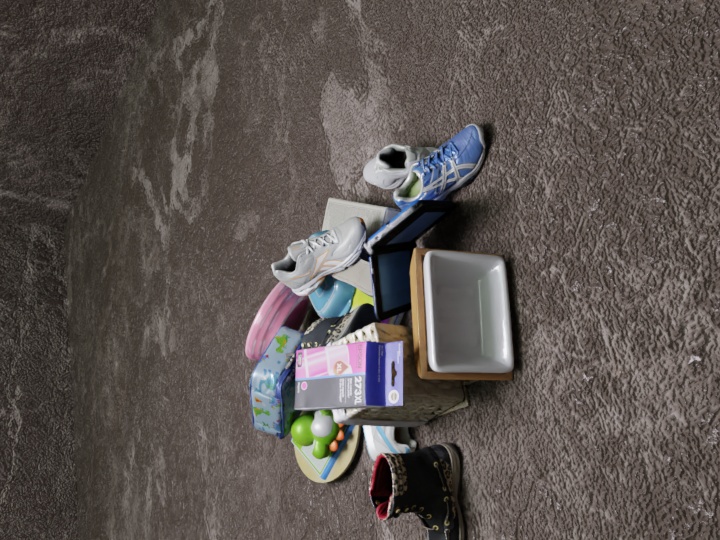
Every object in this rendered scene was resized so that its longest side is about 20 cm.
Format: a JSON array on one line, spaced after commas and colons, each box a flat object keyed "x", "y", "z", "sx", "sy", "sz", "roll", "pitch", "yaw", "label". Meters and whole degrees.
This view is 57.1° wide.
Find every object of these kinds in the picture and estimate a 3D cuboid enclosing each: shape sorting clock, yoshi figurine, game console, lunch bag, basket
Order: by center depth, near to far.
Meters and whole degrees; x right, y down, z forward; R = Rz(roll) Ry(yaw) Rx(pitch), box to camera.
[{"x": 0.057, "y": 0.171, "z": 1.079, "sx": 0.123, "sy": 0.200, "sz": 0.136, "roll": -34, "pitch": 56, "yaw": 39, "label": "basket"}, {"x": 0.095, "y": -0.022, "z": 1.101, "sx": 0.171, "sy": 0.200, "sz": 0.118, "roll": -39, "pitch": 79, "yaw": 23, "label": "game console"}, {"x": -0.087, "y": 0.263, "z": 1.297, "sx": 0.112, "sy": 0.112, "sz": 0.201, "roll": -5, "pitch": 75, "yaw": 60, "label": "yoshi figurine"}, {"x": -0.149, "y": 0.219, "z": 1.309, "sx": 0.161, "sy": 0.082, "sz": 0.200, "roll": -59, "pitch": -19, "yaw": -45, "label": "lunch bag"}, {"x": -0.069, "y": 0.329, "z": 1.353, "sx": 0.200, "sy": 0.039, "sz": 0.201, "roll": -16, "pitch": 66, "yaw": 41, "label": "shape sorting clock"}]

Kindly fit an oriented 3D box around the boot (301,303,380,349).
[{"x": -0.062, "y": 0.150, "z": 1.189, "sx": 0.154, "sy": 0.074, "sz": 0.204, "roll": -18, "pitch": 30, "yaw": 53, "label": "boot"}]

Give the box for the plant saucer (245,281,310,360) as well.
[{"x": -0.162, "y": 0.103, "z": 1.370, "sx": 0.051, "sy": 0.200, "sz": 0.201, "roll": 28, "pitch": 109, "yaw": 11, "label": "plant saucer"}]

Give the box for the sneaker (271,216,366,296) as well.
[{"x": -0.077, "y": -0.032, "z": 1.191, "sx": 0.200, "sy": 0.092, "sz": 0.076, "roll": -41, "pitch": 43, "yaw": 21, "label": "sneaker"}]

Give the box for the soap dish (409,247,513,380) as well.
[{"x": 0.152, "y": 0.071, "z": 1.028, "sx": 0.081, "sy": 0.157, "sz": 0.201, "roll": 147, "pitch": 124, "yaw": -65, "label": "soap dish"}]

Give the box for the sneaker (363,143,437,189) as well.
[{"x": 0.058, "y": -0.205, "z": 1.248, "sx": 0.200, "sy": 0.099, "sz": 0.078, "roll": -5, "pitch": 79, "yaw": 53, "label": "sneaker"}]

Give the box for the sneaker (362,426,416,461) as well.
[{"x": 0.038, "y": 0.240, "z": 1.186, "sx": 0.081, "sy": 0.076, "sz": 0.200, "roll": -24, "pitch": 83, "yaw": 29, "label": "sneaker"}]

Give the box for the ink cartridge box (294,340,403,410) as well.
[{"x": -0.021, "y": 0.160, "z": 1.002, "sx": 0.200, "sy": 0.037, "sz": 0.095, "roll": -12, "pitch": 70, "yaw": 39, "label": "ink cartridge box"}]

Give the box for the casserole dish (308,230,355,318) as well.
[{"x": -0.075, "y": 0.008, "z": 1.314, "sx": 0.121, "sy": 0.039, "sz": 0.200, "roll": -56, "pitch": 44, "yaw": 34, "label": "casserole dish"}]

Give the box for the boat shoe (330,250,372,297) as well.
[{"x": 0.000, "y": 0.000, "z": 1.215, "sx": 0.200, "sy": 0.063, "sz": 0.073, "roll": 37, "pitch": 96, "yaw": 47, "label": "boat shoe"}]

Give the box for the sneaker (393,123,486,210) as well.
[{"x": 0.137, "y": -0.170, "z": 1.138, "sx": 0.200, "sy": 0.077, "sz": 0.076, "roll": -50, "pitch": 52, "yaw": 19, "label": "sneaker"}]

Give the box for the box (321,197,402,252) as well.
[{"x": 0.011, "y": -0.084, "z": 1.303, "sx": 0.200, "sy": 0.078, "sz": 0.095, "roll": 20, "pitch": 99, "yaw": 53, "label": "box"}]

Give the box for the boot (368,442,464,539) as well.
[{"x": 0.089, "y": 0.374, "z": 1.038, "sx": 0.073, "sy": 0.150, "sz": 0.201, "roll": -9, "pitch": 75, "yaw": 52, "label": "boot"}]

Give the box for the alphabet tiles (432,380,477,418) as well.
[{"x": 0.125, "y": 0.170, "z": 1.155, "sx": 0.200, "sy": 0.006, "sz": 0.167, "roll": -33, "pitch": 58, "yaw": 45, "label": "alphabet tiles"}]

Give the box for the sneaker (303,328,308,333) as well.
[{"x": -0.152, "y": 0.193, "z": 1.469, "sx": 0.108, "sy": 0.070, "sz": 0.200, "roll": 44, "pitch": 120, "yaw": 47, "label": "sneaker"}]

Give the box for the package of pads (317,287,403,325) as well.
[{"x": 0.001, "y": 0.063, "z": 1.292, "sx": 0.200, "sy": 0.068, "sz": 0.155, "roll": 41, "pitch": 116, "yaw": 48, "label": "package of pads"}]
